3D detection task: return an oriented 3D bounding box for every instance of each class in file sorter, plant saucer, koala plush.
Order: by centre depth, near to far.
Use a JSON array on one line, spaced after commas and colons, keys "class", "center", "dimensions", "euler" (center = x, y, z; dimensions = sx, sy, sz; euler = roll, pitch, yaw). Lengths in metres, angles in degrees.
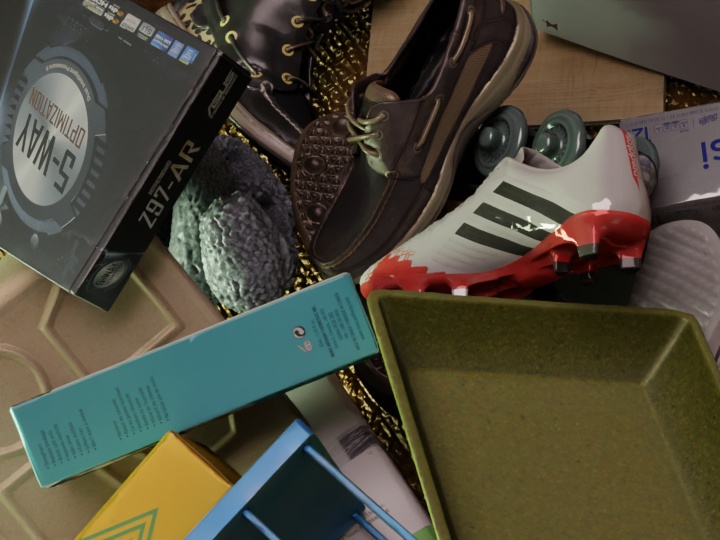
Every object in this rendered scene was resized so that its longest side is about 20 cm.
[{"class": "file sorter", "center": [-0.046, 0.208, 1.333], "dimensions": [0.123, 0.139, 0.200], "euler": [40, 81, 24]}, {"class": "plant saucer", "center": [0.109, 0.099, 1.342], "dimensions": [0.200, 0.048, 0.200], "euler": [4, 40, -19]}, {"class": "koala plush", "center": [-0.156, -0.059, 1.551], "dimensions": [0.177, 0.200, 0.184], "euler": [-33, 26, 22]}]

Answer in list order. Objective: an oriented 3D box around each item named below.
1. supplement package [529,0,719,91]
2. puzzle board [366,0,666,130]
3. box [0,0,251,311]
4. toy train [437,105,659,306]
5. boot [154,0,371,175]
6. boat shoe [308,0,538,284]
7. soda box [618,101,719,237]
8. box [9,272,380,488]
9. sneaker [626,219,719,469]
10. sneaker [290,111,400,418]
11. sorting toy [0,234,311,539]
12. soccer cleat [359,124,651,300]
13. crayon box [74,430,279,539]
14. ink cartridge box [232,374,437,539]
[{"class": "supplement package", "center": [0.205, -0.254, 1.555], "dimensions": [0.147, 0.191, 0.200], "euler": [21, 68, 17]}, {"class": "puzzle board", "center": [0.103, -0.155, 1.653], "dimensions": [0.200, 0.017, 0.151], "euler": [-3, 62, 17]}, {"class": "box", "center": [-0.184, -0.093, 1.453], "dimensions": [0.200, 0.044, 0.160], "euler": [32, 89, 27]}, {"class": "toy train", "center": [0.098, -0.036, 1.515], "dimensions": [0.200, 0.085, 0.114], "euler": [9, 83, 55]}, {"class": "boot", "center": [-0.034, -0.153, 1.656], "dimensions": [0.151, 0.073, 0.200], "euler": [-43, 51, 2]}, {"class": "boat shoe", "center": [0.022, -0.087, 1.492], "dimensions": [0.074, 0.073, 0.200], "euler": [23, 79, 55]}, {"class": "soda box", "center": [0.261, -0.065, 1.524], "dimensions": [0.200, 0.063, 0.068], "euler": [-10, 60, 12]}, {"class": "box", "center": [-0.089, 0.061, 1.406], "dimensions": [0.200, 0.082, 0.049], "euler": [-22, 87, -1]}, {"class": "sneaker", "center": [0.185, 0.069, 1.469], "dimensions": [0.078, 0.079, 0.200], "euler": [-7, 53, 23]}, {"class": "sneaker", "center": [0.000, 0.000, 1.558], "dimensions": [0.070, 0.076, 0.200], "euler": [-10, 62, -6]}, {"class": "sorting toy", "center": [-0.156, 0.079, 1.465], "dimensions": [0.185, 0.036, 0.200], "euler": [-39, 87, -2]}, {"class": "soccer cleat", "center": [0.081, -0.023, 1.423], "dimensions": [0.200, 0.069, 0.085], "euler": [-19, 60, 42]}, {"class": "crayon box", "center": [-0.121, 0.157, 1.378], "dimensions": [0.052, 0.126, 0.200], "euler": [41, 87, 8]}, {"class": "ink cartridge box", "center": [-0.035, 0.162, 1.482], "dimensions": [0.145, 0.084, 0.200], "euler": [-33, 57, -1]}]
